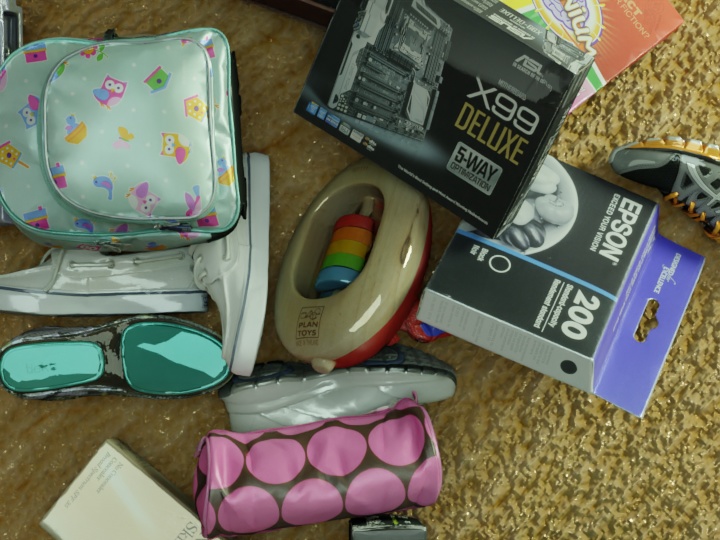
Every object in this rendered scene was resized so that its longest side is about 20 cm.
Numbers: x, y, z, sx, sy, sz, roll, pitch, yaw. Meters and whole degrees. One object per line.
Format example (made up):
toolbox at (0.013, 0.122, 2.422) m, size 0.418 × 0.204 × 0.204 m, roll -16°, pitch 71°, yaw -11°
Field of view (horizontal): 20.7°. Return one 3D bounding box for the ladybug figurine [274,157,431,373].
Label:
ladybug figurine at (0.000, 0.000, 1.611) m, size 0.135 × 0.072 × 0.201 m, roll -4°, pitch 54°, yaw 40°

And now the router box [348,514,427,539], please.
router box at (0.024, 0.299, 1.585) m, size 0.061 × 0.150 × 0.202 m, roll -2°, pitch 87°, yaw -1°

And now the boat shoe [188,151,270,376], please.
boat shoe at (-0.110, -0.006, 1.625) m, size 0.065 × 0.074 × 0.202 m, roll 5°, pitch 58°, yaw -8°

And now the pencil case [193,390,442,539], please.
pencil case at (-0.037, 0.156, 1.579) m, size 0.198 × 0.091 × 0.095 m, roll -8°, pitch 78°, yaw -9°

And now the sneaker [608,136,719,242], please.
sneaker at (0.301, -0.061, 1.646) m, size 0.198 × 0.078 × 0.078 m, roll 16°, pitch 91°, yaw 0°

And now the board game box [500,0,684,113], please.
board game box at (0.154, -0.210, 1.624) m, size 0.200 × 0.040 × 0.153 m, roll -38°, pitch 90°, yaw -31°

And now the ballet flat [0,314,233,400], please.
ballet flat at (-0.202, 0.072, 1.642) m, size 0.198 × 0.072 × 0.073 m, roll -2°, pitch 86°, yaw -1°

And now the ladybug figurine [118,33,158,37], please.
ladybug figurine at (-0.201, -0.123, 1.652) m, size 0.198 × 0.072 × 0.137 m, roll -20°, pitch 86°, yaw 0°

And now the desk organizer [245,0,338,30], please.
desk organizer at (-0.081, -0.262, 1.635) m, size 0.199 × 0.077 × 0.072 m, roll 21°, pitch 87°, yaw 16°

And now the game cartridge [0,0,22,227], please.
game cartridge at (-0.329, -0.133, 1.638) m, size 0.129 × 0.038 × 0.202 m, roll -5°, pitch 85°, yaw 38°

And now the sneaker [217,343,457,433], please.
sneaker at (-0.016, 0.113, 1.648) m, size 0.198 × 0.075 × 0.088 m, roll -9°, pitch 103°, yaw 2°

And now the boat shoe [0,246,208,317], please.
boat shoe at (-0.227, -0.006, 1.644) m, size 0.200 × 0.075 × 0.087 m, roll -1°, pitch 87°, yaw -3°

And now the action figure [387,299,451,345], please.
action figure at (0.103, 0.040, 1.644) m, size 0.198 × 0.065 × 0.052 m, roll -5°, pitch 83°, yaw -2°

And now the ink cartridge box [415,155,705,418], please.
ink cartridge box at (0.170, 0.001, 1.598) m, size 0.199 × 0.044 × 0.199 m, roll 24°, pitch 49°, yaw 6°

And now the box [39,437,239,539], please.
box at (-0.157, 0.236, 1.626) m, size 0.199 × 0.078 × 0.095 m, roll 38°, pitch 86°, yaw 3°

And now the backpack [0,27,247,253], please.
backpack at (-0.194, -0.101, 1.539) m, size 0.198 × 0.153 × 0.178 m, roll -4°, pitch 89°, yaw 2°

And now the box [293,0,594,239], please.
box at (0.064, -0.145, 1.549) m, size 0.199 × 0.050 × 0.158 m, roll 34°, pitch 122°, yaw 12°
